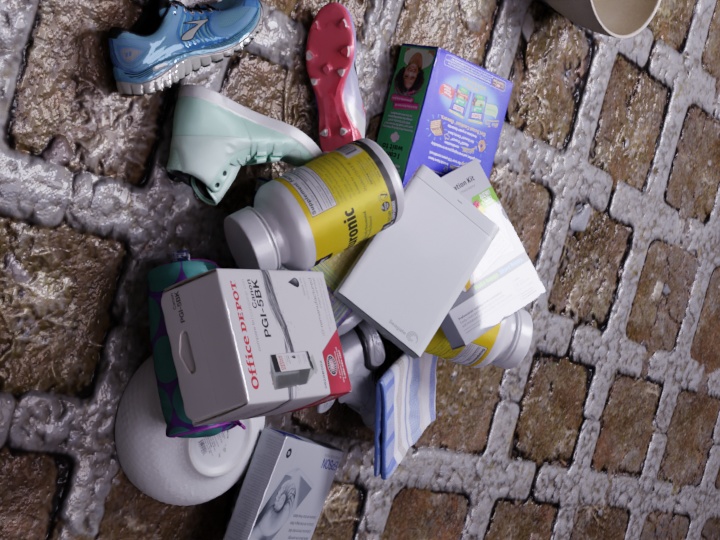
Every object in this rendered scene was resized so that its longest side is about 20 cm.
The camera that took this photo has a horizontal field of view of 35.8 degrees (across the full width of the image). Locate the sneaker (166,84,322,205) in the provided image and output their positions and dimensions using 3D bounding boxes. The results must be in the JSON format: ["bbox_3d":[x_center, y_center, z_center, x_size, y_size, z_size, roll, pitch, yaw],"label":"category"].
[{"bbox_3d":[-0.139,-0.125,1.299,0.198,0.073,0.120,20,81,-35],"label":"sneaker"}]

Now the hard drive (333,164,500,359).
[{"bbox_3d":[0.072,-0.012,1.381,0.131,0.027,0.201,38,72,-10],"label":"hard drive"}]

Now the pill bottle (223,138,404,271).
[{"bbox_3d":[-0.055,-0.067,1.299,0.198,0.111,0.113,-28,119,-23],"label":"pill bottle"}]

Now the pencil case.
[{"bbox_3d":[-0.186,0.085,1.246,0.085,0.091,0.203,57,23,-76],"label":"pencil case"}]

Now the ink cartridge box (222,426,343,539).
[{"bbox_3d":[-0.105,0.310,1.428,0.203,0.040,0.199,-68,156,-5],"label":"ink cartridge box"}]

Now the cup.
[{"bbox_3d":[0.332,-0.444,1.619,0.198,0.142,0.204,-14,111,-41],"label":"cup"}]

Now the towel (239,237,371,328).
[{"bbox_3d":[-0.064,0.007,1.355,0.143,0.023,0.201,43,69,-11],"label":"towel"}]

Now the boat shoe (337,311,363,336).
[{"bbox_3d":[0.000,0.000,1.432,0.062,0.071,0.201,51,57,-23],"label":"boat shoe"}]

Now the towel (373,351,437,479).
[{"bbox_3d":[0.065,0.179,1.524,0.200,0.023,0.149,-37,131,-61],"label":"towel"}]

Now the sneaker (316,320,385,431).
[{"bbox_3d":[-0.022,0.158,1.492,0.114,0.075,0.202,-27,135,-18],"label":"sneaker"}]

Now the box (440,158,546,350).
[{"bbox_3d":[0.136,-0.023,1.451,0.155,0.041,0.202,-28,90,-29],"label":"box"}]

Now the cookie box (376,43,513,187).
[{"bbox_3d":[0.108,-0.184,1.520,0.170,0.075,0.203,14,92,-45],"label":"cookie box"}]

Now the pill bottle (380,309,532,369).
[{"bbox_3d":[0.130,0.065,1.514,0.197,0.112,0.114,19,88,-22],"label":"pill bottle"}]

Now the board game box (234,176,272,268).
[{"bbox_3d":[-0.064,-0.030,1.424,0.198,0.034,0.138,14,92,-45],"label":"board game box"}]

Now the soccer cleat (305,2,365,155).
[{"bbox_3d":[-0.026,-0.232,1.399,0.076,0.066,0.204,-38,125,-68],"label":"soccer cleat"}]

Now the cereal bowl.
[{"bbox_3d":[-0.188,0.187,1.331,0.198,0.083,0.204,-14,111,-42],"label":"cereal bowl"}]

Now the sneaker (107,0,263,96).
[{"bbox_3d":[-0.189,-0.267,1.215,0.199,0.078,0.091,-37,121,-31],"label":"sneaker"}]

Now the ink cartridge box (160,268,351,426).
[{"bbox_3d":[-0.108,0.079,1.207,0.199,0.082,0.149,1,71,-59],"label":"ink cartridge box"}]
